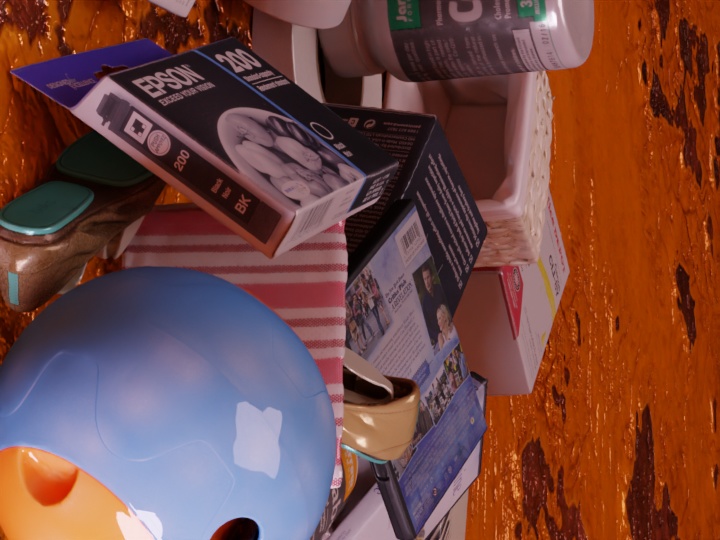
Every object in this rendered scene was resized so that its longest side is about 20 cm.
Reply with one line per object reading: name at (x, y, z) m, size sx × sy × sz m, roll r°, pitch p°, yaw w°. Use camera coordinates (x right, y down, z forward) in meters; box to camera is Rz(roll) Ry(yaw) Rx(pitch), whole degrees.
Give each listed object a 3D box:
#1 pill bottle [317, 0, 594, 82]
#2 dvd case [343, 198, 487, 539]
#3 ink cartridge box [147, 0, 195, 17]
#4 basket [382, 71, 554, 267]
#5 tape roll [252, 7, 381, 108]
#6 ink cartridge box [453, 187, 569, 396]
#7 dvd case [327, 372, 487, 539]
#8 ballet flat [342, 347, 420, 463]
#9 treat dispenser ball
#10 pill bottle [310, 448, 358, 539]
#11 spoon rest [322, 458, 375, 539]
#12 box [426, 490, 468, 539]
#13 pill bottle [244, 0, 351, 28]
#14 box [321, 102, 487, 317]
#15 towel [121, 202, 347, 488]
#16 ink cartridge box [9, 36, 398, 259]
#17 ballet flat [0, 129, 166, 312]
pill bottle at (0.074, -0.205, 1.676) m, size 0.113 × 0.199 × 0.114 m, roll -4°, pitch 90°, yaw -70°
dvd case at (0.031, 0.070, 1.536) m, size 0.143 × 0.017 × 0.201 m, roll -50°, pitch 129°, yaw -48°
ink cartridge box at (-0.144, -0.266, 1.341) m, size 0.200 × 0.057 × 0.163 m, roll 24°, pitch 97°, yaw -48°
basket at (0.097, -0.109, 1.929) m, size 0.124 × 0.135 × 0.201 m, roll 62°, pitch 31°, yaw -56°
tape roll at (-0.032, -0.162, 1.723) m, size 0.203 × 0.037 × 0.204 m, roll -3°, pitch 90°, yaw -70°
ink cartridge box at (0.132, 0.003, 2.071) m, size 0.200 × 0.083 × 0.146 m, roll -66°, pitch 146°, yaw -51°
dvd case at (0.033, 0.186, 1.668) m, size 0.200 × 0.017 × 0.143 m, roll -48°, pitch 156°, yaw -27°
ballet flat at (-0.053, 0.063, 1.418) m, size 0.069 × 0.199 × 0.063 m, roll -87°, pitch -160°, yaw -62°
treat dispenser ball at (-0.114, 0.098, 1.224) m, size 0.201 × 0.200 × 0.202 m, roll -4°, pitch 90°, yaw -70°
pill bottle at (-0.068, 0.141, 1.464) m, size 0.200 × 0.116 × 0.117 m, roll -50°, pitch 133°, yaw -61°
spoon rest at (0.000, 0.149, 1.708) m, size 0.200 × 0.099 × 0.061 m, roll -54°, pitch 166°, yaw -42°
box at (0.043, 0.208, 1.803) m, size 0.068 × 0.082 × 0.201 m, roll 48°, pitch 41°, yaw -58°
pill bottle at (-0.020, -0.283, 1.557) m, size 0.201 × 0.113 × 0.114 m, roll -66°, pitch 171°, yaw 25°
box at (0.000, 0.000, 1.630) m, size 0.201 × 0.106 × 0.149 m, roll -66°, pitch 149°, yaw -29°
towel at (-0.081, 0.048, 1.373) m, size 0.030 × 0.145 × 0.201 m, roll 85°, pitch 5°, yaw -64°
ink cartridge box at (-0.091, -0.095, 1.353) m, size 0.044 × 0.199 × 0.198 m, roll -59°, pitch 170°, yaw 20°
ballet flat at (-0.167, -0.030, 1.312) m, size 0.200 × 0.067 × 0.073 m, roll -54°, pitch 156°, yaw -60°
